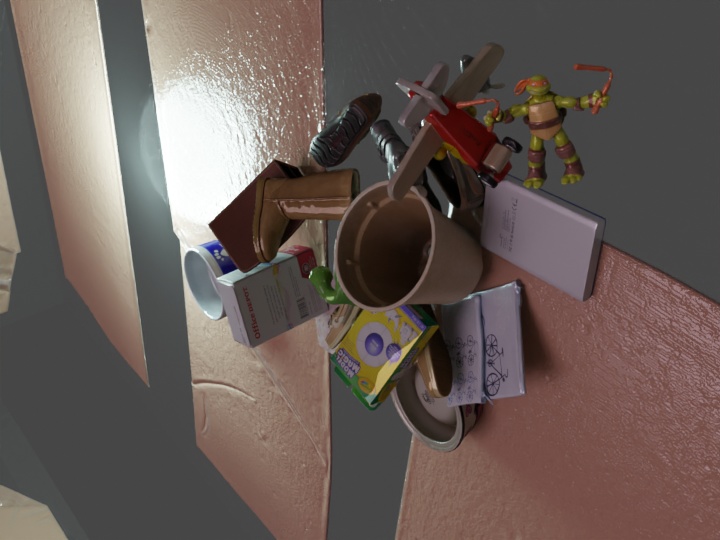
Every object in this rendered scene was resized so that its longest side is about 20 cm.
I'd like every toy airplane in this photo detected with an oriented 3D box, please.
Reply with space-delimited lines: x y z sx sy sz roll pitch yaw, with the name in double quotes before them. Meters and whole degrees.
"toy airplane" 0.119 -0.208 1.129 0.141 0.199 0.200 -141 41 -61

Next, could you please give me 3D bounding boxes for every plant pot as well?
"plant pot" 0.092 -0.025 1.263 0.200 0.183 0.202 -10 75 41

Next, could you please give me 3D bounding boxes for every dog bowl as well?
"dog bowl" -0.380 0.025 2.092 0.200 0.079 0.201 33 135 41
"dog bowl" 0.143 0.231 1.488 0.200 0.074 0.201 33 136 39

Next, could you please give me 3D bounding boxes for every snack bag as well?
"snack bag" 0.200 0.126 1.316 0.200 0.021 0.190 -21 66 57

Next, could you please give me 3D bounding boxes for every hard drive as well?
"hard drive" 0.263 -0.055 1.179 0.200 0.025 0.133 34 136 40

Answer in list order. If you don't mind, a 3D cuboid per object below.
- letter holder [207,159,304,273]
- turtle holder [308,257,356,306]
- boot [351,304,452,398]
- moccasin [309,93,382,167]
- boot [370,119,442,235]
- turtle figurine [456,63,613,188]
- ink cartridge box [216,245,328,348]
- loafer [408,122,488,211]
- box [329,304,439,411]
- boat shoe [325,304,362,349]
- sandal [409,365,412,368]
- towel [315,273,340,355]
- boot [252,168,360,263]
"letter holder" -0.182 -0.100 1.621 0.200 0.100 0.142 -42 74 15
"turtle holder" 0.011 0.001 1.455 0.185 0.140 0.132 -40 48 40
"boot" 0.067 0.145 1.386 0.155 0.073 0.201 -27 67 25
"moccasin" -0.027 -0.251 1.429 0.074 0.078 0.201 46 141 2
"boot" 0.077 -0.152 1.351 0.132 0.069 0.201 -119 11 -45
"turtle figurine" 0.236 -0.192 1.060 0.199 0.065 0.162 -11 120 12
"ink cartridge box" -0.182 0.050 1.659 0.083 0.199 0.147 13 121 53
"loafer" 0.128 -0.179 1.256 0.201 0.063 0.072 56 145 15
"box" 0.030 0.131 1.343 0.117 0.048 0.201 44 115 28
"boat shoe" -0.023 0.066 1.567 0.063 0.073 0.201 34 119 8
"sandal" 0.050 0.101 1.484 0.079 0.059 0.207 -53 33 14
"towel" -0.035 0.104 1.697 0.191 0.032 0.201 22 127 48
"boot" -0.102 -0.102 1.505 0.199 0.066 0.176 0 90 19
